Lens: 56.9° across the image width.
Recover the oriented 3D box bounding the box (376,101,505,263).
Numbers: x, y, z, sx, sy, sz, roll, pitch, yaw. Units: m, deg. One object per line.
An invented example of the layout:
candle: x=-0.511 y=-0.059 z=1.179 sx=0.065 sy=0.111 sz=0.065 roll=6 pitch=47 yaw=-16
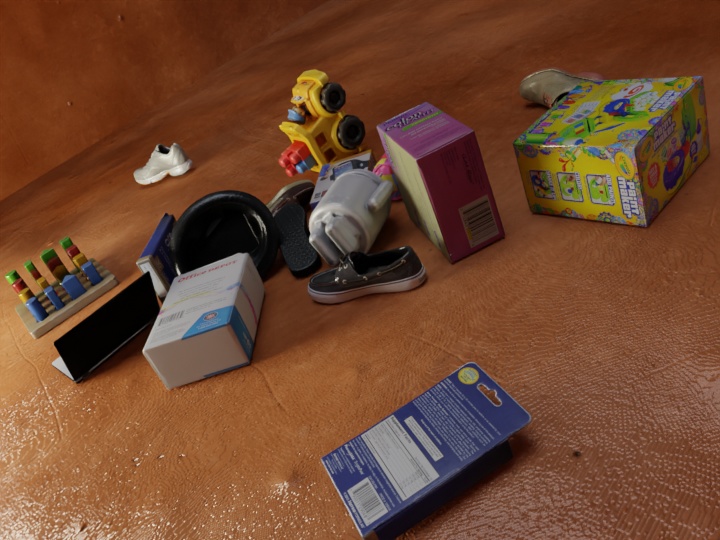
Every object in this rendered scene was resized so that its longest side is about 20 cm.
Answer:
box: x=0.121 y=-0.142 z=1.031 sx=0.096 sy=0.178 sz=0.200 roll=-26 pitch=29 yaw=-4

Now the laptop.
laptop: x=-0.455 y=0.087 z=1.155 sx=0.198 sy=0.117 sz=0.187 roll=12 pitch=44 yaw=46

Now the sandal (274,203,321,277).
sandal: x=-0.118 y=-0.048 z=1.202 sx=0.074 sy=0.048 sz=0.202 roll=-23 pitch=42 yaw=1

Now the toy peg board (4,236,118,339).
toy peg board: x=-0.656 y=0.023 z=1.428 sx=0.199 sy=0.099 sz=0.198 roll=-38 pitch=32 yaw=-22

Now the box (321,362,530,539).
box: x=0.068 y=0.183 z=0.680 sx=0.198 sy=0.033 sz=0.121 roll=-32 pitch=30 yaw=-9

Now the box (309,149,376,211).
box: x=-0.032 y=-0.172 z=1.335 sx=0.117 sy=0.042 sz=0.201 roll=-16 pitch=28 yaw=15

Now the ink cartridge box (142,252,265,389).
ink cartridge box: x=-0.238 y=0.073 z=1.046 sx=0.142 sy=0.085 sz=0.201 roll=-18 pitch=31 yaw=11

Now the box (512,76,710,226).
box: x=0.365 y=-0.179 z=0.964 sx=0.199 sy=0.123 sz=0.191 roll=-40 pitch=33 yaw=-27

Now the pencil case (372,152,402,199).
pencil case: x=0.088 y=-0.212 z=1.270 sx=0.087 sy=0.089 sz=0.201 roll=-4 pitch=37 yaw=31

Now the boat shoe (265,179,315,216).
boat shoe: x=-0.150 y=-0.109 z=1.309 sx=0.072 sy=0.073 sz=0.199 roll=37 pitch=52 yaw=24

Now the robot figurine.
robot figurine: x=-0.014 y=-0.096 z=1.121 sx=0.168 sy=0.113 sz=0.201 roll=-24 pitch=24 yaw=37

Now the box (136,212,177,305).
box: x=-0.349 y=-0.021 z=1.243 sx=0.032 sy=0.122 sz=0.201 roll=-19 pitch=30 yaw=10

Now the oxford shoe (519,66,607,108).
oxford shoe: x=0.374 y=-0.341 z=1.274 sx=0.075 sy=0.071 sz=0.199 roll=-43 pitch=33 yaw=-20

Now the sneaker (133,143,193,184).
sneaker: x=-0.574 y=-0.313 z=1.896 sx=0.197 sy=0.093 sz=0.076 roll=-12 pitch=31 yaw=23

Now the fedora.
fedora: x=-0.241 y=-0.044 z=1.199 sx=0.198 sy=0.203 sz=0.092 roll=-26 pitch=-1 yaw=-4

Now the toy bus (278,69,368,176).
toy bus: x=-0.110 y=-0.307 z=1.459 sx=0.192 sy=0.201 sz=0.135 roll=-41 pitch=32 yaw=-14

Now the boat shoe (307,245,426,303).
boat shoe: x=0.000 y=0.000 z=1.005 sx=0.197 sy=0.067 sz=0.070 roll=-6 pitch=34 yaw=30
